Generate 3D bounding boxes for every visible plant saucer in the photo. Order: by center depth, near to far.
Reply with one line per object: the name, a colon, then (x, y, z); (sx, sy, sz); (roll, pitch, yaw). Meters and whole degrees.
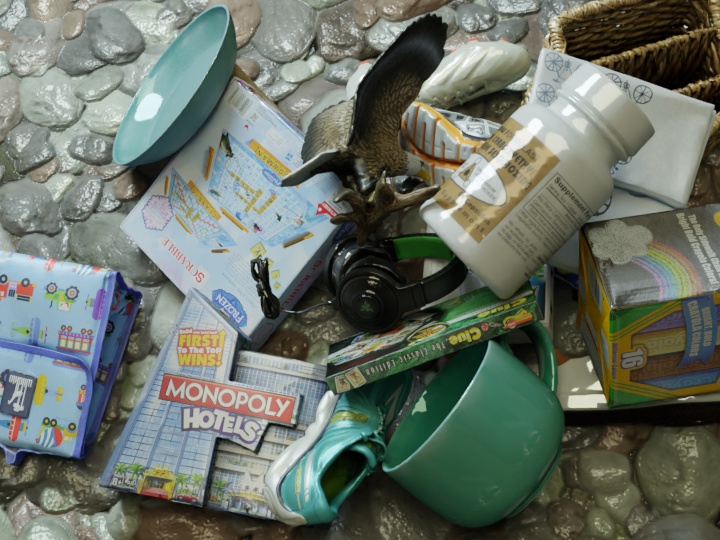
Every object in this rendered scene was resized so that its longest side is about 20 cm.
plant saucer: (-0.186, -0.185, 1.500); (0.036, 0.200, 0.201); (35, 64, -25)

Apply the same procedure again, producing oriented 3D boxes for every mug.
mug: (0.120, 0.141, 1.283); (0.114, 0.152, 0.185); (39, 100, -7)

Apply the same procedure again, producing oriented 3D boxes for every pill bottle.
pill bottle: (0.158, -0.082, 1.273); (0.200, 0.114, 0.114); (-45, 65, 4)

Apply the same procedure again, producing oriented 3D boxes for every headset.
headset: (0.000, 0.000, 1.354); (0.199, 0.094, 0.124); (-18, 24, -5)

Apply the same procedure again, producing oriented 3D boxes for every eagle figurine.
eagle figurine: (0.012, -0.129, 1.337); (0.151, 0.151, 0.201); (-7, 63, 14)

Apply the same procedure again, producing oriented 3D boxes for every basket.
basket: (0.279, -0.177, 1.420); (0.199, 0.149, 0.143); (-16, 60, -21)

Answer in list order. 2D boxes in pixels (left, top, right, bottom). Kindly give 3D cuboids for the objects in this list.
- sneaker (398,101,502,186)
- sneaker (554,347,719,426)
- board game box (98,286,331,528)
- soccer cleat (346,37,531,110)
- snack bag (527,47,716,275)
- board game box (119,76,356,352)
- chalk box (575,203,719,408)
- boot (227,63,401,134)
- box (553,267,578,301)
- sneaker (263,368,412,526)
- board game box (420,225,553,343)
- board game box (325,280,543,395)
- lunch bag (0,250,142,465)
sneaker: (0.113, -0.121, 1.441); (0.077, 0.079, 0.200); (-24, 41, -37)
sneaker: (0.268, 0.097, 1.342); (0.199, 0.073, 0.085); (0, 65, 8)
board game box: (-0.125, 0.125, 1.354); (0.199, 0.062, 0.201); (8, 80, 11)
soccer cleat: (0.083, -0.192, 1.522); (0.199, 0.069, 0.078); (-8, 52, 11)
snack bag: (0.226, -0.087, 1.355); (0.188, 0.021, 0.201); (18, 90, -12)
board game box: (-0.116, -0.056, 1.443); (0.200, 0.041, 0.200); (45, 101, 25)
chalk box: (0.305, 0.026, 1.289); (0.199, 0.124, 0.125); (-7, 40, -2)
boot: (-0.078, -0.152, 1.497); (0.200, 0.066, 0.175); (44, 98, 25)
box: (0.295, 0.009, 1.408); (0.200, 0.032, 0.121); (32, 70, 22)
sneaker: (-0.003, 0.158, 1.310); (0.079, 0.078, 0.200); (-2, 40, 44)
board game box: (0.127, -0.018, 1.420); (0.126, 0.035, 0.201); (-3, 54, 14)
board game box: (0.065, 0.056, 1.312); (0.199, 0.105, 0.024); (-20, 101, 7)
lunch bag: (-0.320, 0.094, 1.420); (0.150, 0.094, 0.201); (9, 76, 10)
